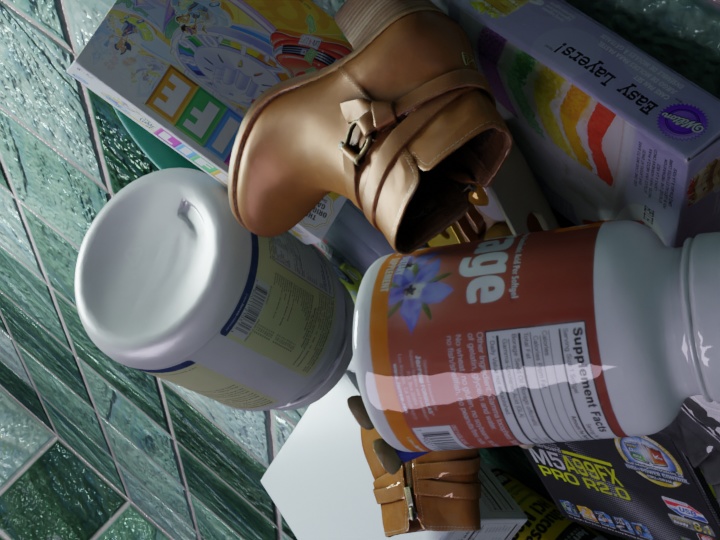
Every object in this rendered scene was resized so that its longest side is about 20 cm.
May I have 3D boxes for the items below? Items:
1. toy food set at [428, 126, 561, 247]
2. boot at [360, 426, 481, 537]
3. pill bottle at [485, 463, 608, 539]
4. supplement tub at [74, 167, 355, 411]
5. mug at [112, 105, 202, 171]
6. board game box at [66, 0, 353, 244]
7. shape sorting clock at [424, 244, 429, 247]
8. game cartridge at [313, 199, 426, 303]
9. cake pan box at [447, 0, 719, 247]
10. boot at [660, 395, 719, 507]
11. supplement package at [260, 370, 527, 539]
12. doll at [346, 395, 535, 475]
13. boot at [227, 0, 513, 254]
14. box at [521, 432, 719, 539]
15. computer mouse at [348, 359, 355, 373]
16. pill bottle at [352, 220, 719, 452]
[{"bbox_3d":[0.070,-0.014,0.778,0.144,0.060,0.200,59,162,-14],"label":"toy food set"},{"bbox_3d":[0.084,0.133,0.971,0.199,0.073,0.156,-21,70,41],"label":"boot"},{"bbox_3d":[0.173,0.282,1.146,0.199,0.112,0.113,30,152,28],"label":"pill bottle"},{"bbox_3d":[-0.100,0.024,0.892,0.144,0.146,0.200,27,176,33],"label":"supplement tub"},{"bbox_3d":[-0.095,-0.131,0.918,0.185,0.114,0.152,44,155,0],"label":"mug"},{"bbox_3d":[-0.076,-0.130,0.803,0.199,0.135,0.034,35,165,-18],"label":"board game box"},{"bbox_3d":[0.027,-0.026,0.982,0.199,0.039,0.201,35,154,20],"label":"shape sorting clock"},{"bbox_3d":[0.000,0.000,0.976,0.133,0.041,0.200,38,161,8],"label":"game cartridge"},{"bbox_3d":[0.133,-0.060,0.716,0.184,0.052,0.201,45,160,31],"label":"cake pan box"},{"bbox_3d":[0.220,0.113,0.799,0.132,0.069,0.200,60,148,3],"label":"boot"},{"bbox_3d":[0.026,0.214,1.118,0.110,0.156,0.200,11,-150,-45],"label":"supplement package"},{"bbox_3d":[0.090,0.076,0.900,0.137,0.199,0.048,59,-162,19],"label":"doll"},{"bbox_3d":[0.002,-0.058,0.699,0.076,0.200,0.156,21,-149,-42],"label":"boot"},{"bbox_3d":[0.215,0.156,0.965,0.199,0.044,0.161,7,137,53],"label":"box"},{"bbox_3d":[0.004,0.058,1.095,0.199,0.110,0.044,24,156,21],"label":"computer mouse"},{"bbox_3d":[0.105,0.034,0.633,0.198,0.113,0.113,-8,130,24],"label":"pill bottle"}]
